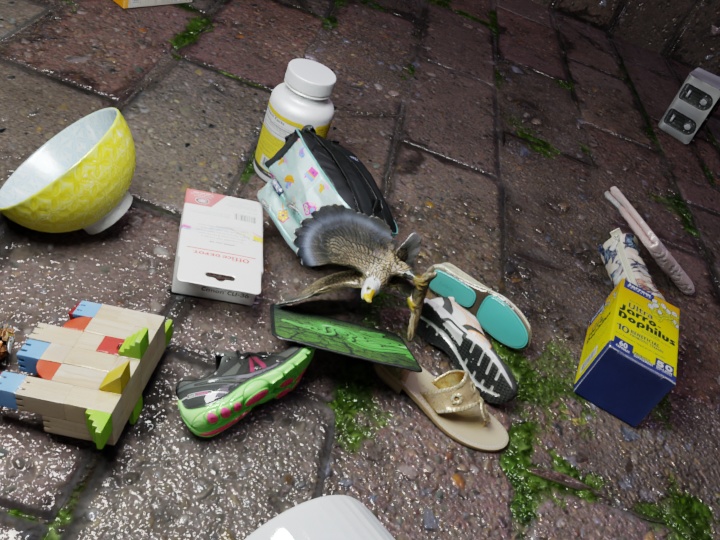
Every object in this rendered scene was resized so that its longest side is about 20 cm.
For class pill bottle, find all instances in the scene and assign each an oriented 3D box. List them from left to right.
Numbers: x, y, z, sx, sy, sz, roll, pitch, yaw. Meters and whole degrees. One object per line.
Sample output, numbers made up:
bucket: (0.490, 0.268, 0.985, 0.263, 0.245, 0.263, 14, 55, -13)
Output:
pill bottle: (-0.108, -0.247, 1.168, 0.110, 0.201, 0.112, 15, 39, -12)

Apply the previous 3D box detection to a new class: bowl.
bowl: (-0.373, -0.114, 0.929, 0.108, 0.199, 0.201, 55, 23, -34)

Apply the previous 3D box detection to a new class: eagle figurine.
eagle figurine: (0.000, 0.001, 0.939, 0.198, 0.153, 0.151, 16, -4, 1)

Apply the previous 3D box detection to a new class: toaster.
toaster: (1.008, -0.500, 2.072, 0.118, 0.182, 0.200, 37, 40, 19)

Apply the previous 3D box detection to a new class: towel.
towel: (0.580, -0.060, 1.383, 0.200, 0.032, 0.192, 34, 26, -37)

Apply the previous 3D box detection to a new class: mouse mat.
mouse mat: (-0.024, 0.087, 0.918, 0.198, 0.008, 0.161, 16, 9, -12)

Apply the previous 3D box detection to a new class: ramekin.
ramekin: (-0.044, 0.287, 0.584, 0.199, 0.202, 0.098, -11, 42, -37)

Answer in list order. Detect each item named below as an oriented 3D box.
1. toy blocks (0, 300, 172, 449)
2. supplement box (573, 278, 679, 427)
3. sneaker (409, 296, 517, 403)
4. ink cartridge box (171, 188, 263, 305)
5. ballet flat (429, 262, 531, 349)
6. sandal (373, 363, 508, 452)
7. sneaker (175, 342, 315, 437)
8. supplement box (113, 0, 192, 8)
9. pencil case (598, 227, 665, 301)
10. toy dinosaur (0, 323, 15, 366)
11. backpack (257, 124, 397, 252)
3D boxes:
toy blocks: (-0.305, 0.103, 0.754, 0.135, 0.101, 0.201, 11, 36, 1)
supplement box: (0.422, 0.124, 1.087, 0.108, 0.110, 0.200, 29, 38, 7)
sneaker: (0.162, 0.105, 1.002, 0.080, 0.074, 0.200, -13, 51, -40)
ink cartridge box: (-0.199, -0.022, 0.966, 0.115, 0.068, 0.201, 11, 38, -16)
ballet flat: (0.196, 0.047, 1.097, 0.200, 0.068, 0.062, 38, 30, 17)
sandal: (0.116, 0.157, 0.918, 0.211, 0.070, 0.078, 33, 39, 12)
sneaker: (-0.132, 0.120, 0.827, 0.199, 0.077, 0.084, -23, 61, -45)
supplement box: (-0.488, -0.662, 1.559, 0.126, 0.074, 0.200, 38, 40, 17)
pencil case: (0.502, 0.015, 1.279, 0.089, 0.078, 0.201, 44, 29, -28)
toy dinosaur: (-0.433, 0.104, 0.680, 0.135, 0.102, 0.200, 38, 15, -9)
backpack: (-0.044, -0.094, 1.039, 0.200, 0.154, 0.175, 48, 15, 26)
